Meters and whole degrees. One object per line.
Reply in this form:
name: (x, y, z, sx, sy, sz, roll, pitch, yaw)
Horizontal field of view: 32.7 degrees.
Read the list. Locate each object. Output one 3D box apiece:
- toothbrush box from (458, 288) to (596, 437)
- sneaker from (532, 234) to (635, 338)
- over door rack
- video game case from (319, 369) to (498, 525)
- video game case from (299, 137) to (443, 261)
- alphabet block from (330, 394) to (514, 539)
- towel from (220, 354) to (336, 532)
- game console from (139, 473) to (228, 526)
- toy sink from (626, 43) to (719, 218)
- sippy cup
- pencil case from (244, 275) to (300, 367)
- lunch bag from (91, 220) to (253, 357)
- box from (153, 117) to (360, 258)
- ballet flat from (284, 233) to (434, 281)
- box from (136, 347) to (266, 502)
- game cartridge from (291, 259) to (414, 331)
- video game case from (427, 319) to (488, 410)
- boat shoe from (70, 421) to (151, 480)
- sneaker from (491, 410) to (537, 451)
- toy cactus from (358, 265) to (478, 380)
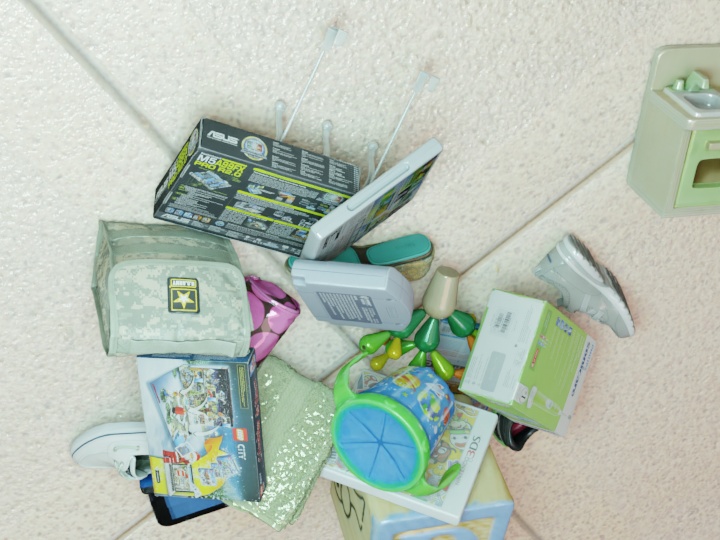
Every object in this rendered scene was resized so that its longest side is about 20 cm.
toothbrush box: (0.230, 0.128, 1.664, 0.200, 0.086, 0.146, 31, 75, -53)
sneaker: (0.316, 0.031, 1.729, 0.082, 0.075, 0.200, -34, 121, 20)
over door rack: (-0.019, -0.182, 1.458, 0.147, 0.067, 0.200, 20, 115, -29)
video game case: (0.063, 0.230, 1.632, 0.200, 0.182, 0.023, 18, 136, 11)
video game case: (0.006, -0.070, 1.460, 0.182, 0.200, 0.022, -37, 84, -15)
alphabet block: (0.078, 0.316, 1.709, 0.196, 0.200, 0.196, -4, 133, -16)
towel: (-0.109, 0.219, 1.575, 0.200, 0.148, 0.037, -60, 172, -21)
game console: (-0.190, 0.291, 1.670, 0.200, 0.171, 0.119, -18, 99, -9)
toy sink: (0.447, -0.181, 1.606, 0.130, 0.112, 0.200, -5, 122, -18)
sippy cup: (0.052, 0.190, 1.566, 0.130, 0.139, 0.178, -41, 126, -49)
pencil case: (-0.168, 0.095, 1.573, 0.200, 0.094, 0.091, -49, 167, 12)
lunch bag: (-0.222, 0.030, 1.436, 0.164, 0.200, 0.118, 2, 120, -21)
box: (-0.123, -0.091, 1.438, 0.200, 0.044, 0.160, 15, 146, -22)
ballet flat: (0.000, 0.000, 1.588, 0.199, 0.071, 0.071, -10, 124, -14)
box: (-0.189, 0.185, 1.482, 0.136, 0.038, 0.200, 2, 116, 8)
game cartridge: (-0.002, 0.031, 1.493, 0.133, 0.041, 0.200, 9, 165, 10)
video game case: (0.134, 0.162, 1.765, 0.143, 0.018, 0.200, 12, 115, -27)
boat shoe: (-0.291, 0.235, 1.577, 0.200, 0.067, 0.074, -17, 142, 23)
sneaker: (0.272, 0.185, 1.789, 0.077, 0.084, 0.200, 25, 110, -32)
toy cactus: (0.096, 0.069, 1.633, 0.199, 0.102, 0.165, 7, 118, -17)
